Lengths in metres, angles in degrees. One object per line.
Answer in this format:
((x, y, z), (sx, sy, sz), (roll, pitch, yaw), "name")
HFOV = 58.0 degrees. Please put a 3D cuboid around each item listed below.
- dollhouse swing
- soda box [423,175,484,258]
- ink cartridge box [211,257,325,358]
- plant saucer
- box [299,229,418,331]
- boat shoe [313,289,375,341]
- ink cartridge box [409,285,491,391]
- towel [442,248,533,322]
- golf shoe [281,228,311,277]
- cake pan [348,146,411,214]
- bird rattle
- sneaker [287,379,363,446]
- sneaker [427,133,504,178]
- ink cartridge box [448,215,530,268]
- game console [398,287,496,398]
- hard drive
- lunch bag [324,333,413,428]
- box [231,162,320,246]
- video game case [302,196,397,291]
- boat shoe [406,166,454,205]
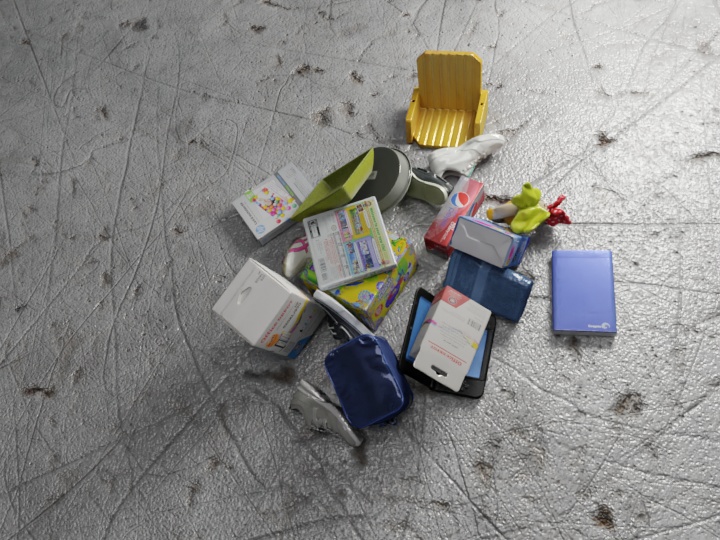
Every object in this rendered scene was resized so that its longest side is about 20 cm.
((0.222, -0.442, 1.693), (0.200, 0.176, 0.182), (8, 65, 16), "dollhouse swing")
((0.231, -0.130, 1.584), (0.063, 0.070, 0.200), (24, 70, 23), "soda box")
((-0.202, 0.091, 1.479), (0.145, 0.200, 0.147), (35, 90, 26), "ink cartridge box")
((-0.058, -0.199, 1.610), (0.200, 0.048, 0.200), (-25, 23, 40), "plant saucer")
((0.000, 0.000, 1.540), (0.193, 0.122, 0.200), (27, 71, 25), "box")
((-0.042, 0.124, 1.462), (0.068, 0.200, 0.072), (-48, 25, -3), "boat shoe")
((0.182, 0.149, 1.366), (0.116, 0.067, 0.200), (31, 63, -5), "ink cartridge box")
((0.287, 0.030, 1.469), (0.200, 0.112, 0.049), (27, 30, 27), "towel")
((-0.120, -0.050, 1.595), (0.092, 0.073, 0.200), (19, 46, 21), "golf shoe")
((0.037, -0.233, 1.663), (0.200, 0.037, 0.200), (-17, 60, 31), "cake pan")
((0.384, -0.143, 1.505), (0.163, 0.200, 0.113), (-8, 92, 36), "bird rattle")
((-0.076, 0.328, 1.425), (0.200, 0.075, 0.082), (35, 89, 33), "sneaker")
((0.278, -0.282, 1.663), (0.200, 0.075, 0.089), (-18, 72, 11), "sneaker")
((0.301, -0.067, 1.487), (0.136, 0.200, 0.076), (25, 102, 23), "ink cartridge box")
((0.194, 0.156, 1.415), (0.176, 0.116, 0.200), (8, 65, 18), "game console")
((0.497, 0.047, 1.452), (0.132, 0.025, 0.200), (1, 63, 14), "hard drive")
((0.027, 0.240, 1.389), (0.136, 0.132, 0.200), (-26, 78, 12), "lunch bag")
((-0.223, -0.180, 1.737), (0.200, 0.041, 0.156), (-35, 60, -5), "box")
((-0.027, -0.064, 1.499), (0.182, 0.022, 0.200), (-18, 58, 3), "video game case")
((0.160, -0.227, 1.656), (0.066, 0.075, 0.199), (-28, 38, -33), "boat shoe")
